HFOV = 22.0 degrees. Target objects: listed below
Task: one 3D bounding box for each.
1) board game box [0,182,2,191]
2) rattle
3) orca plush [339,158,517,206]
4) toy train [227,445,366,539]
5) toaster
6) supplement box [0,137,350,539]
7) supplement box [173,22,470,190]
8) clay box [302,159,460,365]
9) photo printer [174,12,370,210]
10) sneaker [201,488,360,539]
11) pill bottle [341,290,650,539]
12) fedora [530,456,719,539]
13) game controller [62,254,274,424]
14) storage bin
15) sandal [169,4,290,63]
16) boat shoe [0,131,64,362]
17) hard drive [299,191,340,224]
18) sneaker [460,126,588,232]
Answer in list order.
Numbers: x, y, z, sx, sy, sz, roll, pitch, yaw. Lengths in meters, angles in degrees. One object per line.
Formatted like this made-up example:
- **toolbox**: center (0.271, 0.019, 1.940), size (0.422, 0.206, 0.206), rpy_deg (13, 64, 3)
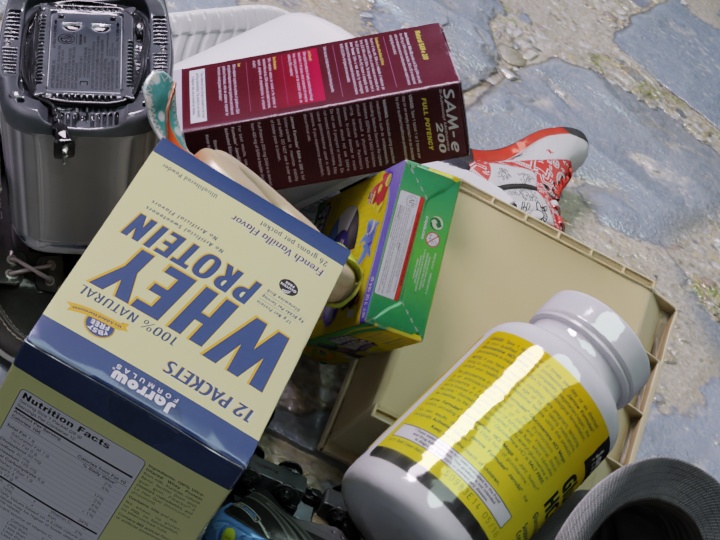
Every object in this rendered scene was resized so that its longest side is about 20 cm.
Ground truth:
- **board game box**: center (-0.309, -0.096, 1.251), size (0.103, 0.105, 0.200), rpy_deg (15, 37, -24)
- **rattle**: center (-0.104, -0.017, 1.171), size (0.200, 0.143, 0.130), rpy_deg (35, 25, -47)
- **orca plush**: center (0.020, -0.049, 1.436), size (0.199, 0.071, 0.105), rpy_deg (12, 25, 4)
- **toy train**: center (-0.003, 0.172, 1.225), size (0.200, 0.046, 0.034), rpy_deg (25, 34, -11)
- **toaster**: center (-0.181, -0.100, 1.225), size (0.113, 0.129, 0.200), rpy_deg (0, 45, -8)
- **supplement box**: center (-0.130, 0.074, 1.081), size (0.134, 0.200, 0.200), rpy_deg (31, 41, -5)
- **supplement box**: center (-0.031, -0.110, 1.285), size (0.199, 0.061, 0.109), rpy_deg (-10, 30, 1)
- **clay box**: center (0.000, 0.000, 1.290), size (0.047, 0.200, 0.115), rpy_deg (19, 76, -18)
- **photo printer**: center (-0.070, -0.114, 1.404), size (0.200, 0.070, 0.166), rpy_deg (-26, 45, -15)
- **sneaker**: center (-0.004, 0.202, 1.161), size (0.199, 0.071, 0.083), rpy_deg (34, 39, 5)
- **pill bottle**: center (0.092, 0.107, 1.185), size (0.112, 0.113, 0.200), rpy_deg (42, 66, 13)
- **fedora**: center (0.153, 0.212, 1.206), size (0.177, 0.201, 0.090), rpy_deg (20, -6, -37)
- **game controller**: center (-0.137, 0.038, 1.296), size (0.104, 0.042, 0.200), rpy_deg (-11, 52, -29)
- **storage bin**: center (0.104, 0.072, 1.323), size (0.198, 0.094, 0.200), rpy_deg (27, 61, -11)
- **sandal**: center (-0.116, -0.186, 1.572), size (0.202, 0.083, 0.050), rpy_deg (4, 0, -35)
- **boat shoe**: center (-0.236, -0.023, 1.261), size (0.067, 0.057, 0.200), rpy_deg (11, 39, -30)
- **hard drive**: center (-0.062, -0.073, 1.490), size (0.139, 0.038, 0.200), rpy_deg (11, 40, -30)
- **sneaker**: center (0.153, -0.062, 1.632), size (0.201, 0.067, 0.108), rpy_deg (-13, 56, -43)
